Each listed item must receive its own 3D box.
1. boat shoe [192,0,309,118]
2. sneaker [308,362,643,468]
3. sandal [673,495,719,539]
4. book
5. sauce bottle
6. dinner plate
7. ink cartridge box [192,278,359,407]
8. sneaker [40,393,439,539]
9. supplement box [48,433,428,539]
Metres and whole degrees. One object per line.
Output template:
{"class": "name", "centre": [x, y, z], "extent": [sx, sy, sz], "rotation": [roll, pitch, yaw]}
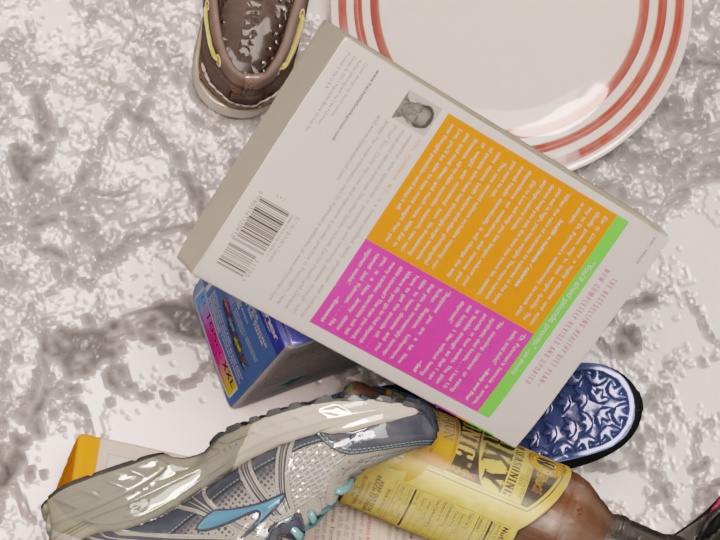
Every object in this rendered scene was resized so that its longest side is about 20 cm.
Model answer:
{"class": "boat shoe", "centre": [-0.053, -0.186, 1.620], "extent": [0.072, 0.060, 0.200], "rotation": [10, 77, -10]}
{"class": "sneaker", "centre": [0.053, 0.090, 1.590], "extent": [0.200, 0.078, 0.070], "rotation": [-8, 83, 8]}
{"class": "sandal", "centre": [0.218, 0.143, 1.622], "extent": [0.200, 0.045, 0.075], "rotation": [-38, 89, -17]}
{"class": "book", "centre": [0.031, -0.013, 1.419], "extent": [0.200, 0.048, 0.134], "rotation": [30, 97, -27]}
{"class": "sauce bottle", "centre": [0.073, 0.120, 1.517], "extent": [0.200, 0.065, 0.065], "rotation": [22, 75, -3]}
{"class": "dinner plate", "centre": [0.083, -0.148, 1.635], "extent": [0.200, 0.024, 0.200], "rotation": [-1, 102, -4]}
{"class": "ink cartridge box", "centre": [0.000, 0.000, 1.522], "extent": [0.136, 0.200, 0.076], "rotation": [-19, 83, -16]}
{"class": "sneaker", "centre": [-0.050, 0.119, 1.448], "extent": [0.200, 0.078, 0.086], "rotation": [-21, 81, 8]}
{"class": "supplement box", "centre": [-0.064, 0.172, 1.522], "extent": [0.200, 0.074, 0.126], "rotation": [14, 57, -9]}
